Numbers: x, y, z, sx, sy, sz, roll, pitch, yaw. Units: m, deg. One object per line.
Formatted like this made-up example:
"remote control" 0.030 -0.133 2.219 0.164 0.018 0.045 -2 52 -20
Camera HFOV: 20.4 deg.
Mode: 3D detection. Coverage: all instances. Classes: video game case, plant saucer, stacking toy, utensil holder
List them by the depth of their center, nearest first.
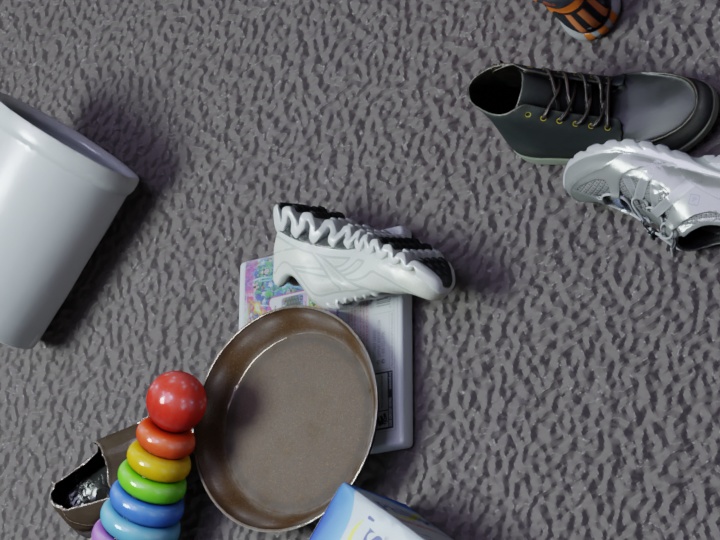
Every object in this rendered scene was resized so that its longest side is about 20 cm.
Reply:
"plant saucer" -0.061 0.132 1.763 0.199 0.032 0.202 -12 68 32
"stacking toy" -0.181 0.183 1.787 0.085 0.085 0.202 35 113 38
"video game case" -0.033 0.072 1.799 0.181 0.024 0.202 -13 67 32
"utensil holder" -0.338 -0.047 1.970 0.170 0.169 0.201 35 97 38

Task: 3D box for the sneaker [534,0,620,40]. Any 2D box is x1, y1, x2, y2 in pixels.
"sneaker" 0.150 -0.296 1.749 0.078 0.112 0.201 -43 54 14

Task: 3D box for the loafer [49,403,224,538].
"loafer" -0.208 0.180 1.851 0.200 0.071 0.073 -40 55 16

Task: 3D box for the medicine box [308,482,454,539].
"medicine box" 0.031 0.304 1.617 0.199 0.103 0.183 31 92 38

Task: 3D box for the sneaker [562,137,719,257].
"sneaker" 0.247 -0.054 1.614 0.199 0.075 0.083 8 76 36

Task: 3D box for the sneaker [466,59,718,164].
"sneaker" 0.190 -0.134 1.664 0.198 0.106 0.076 -7 69 33

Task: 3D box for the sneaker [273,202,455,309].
"sneaker" 0.000 0.000 1.750 0.199 0.075 0.082 20 99 40
